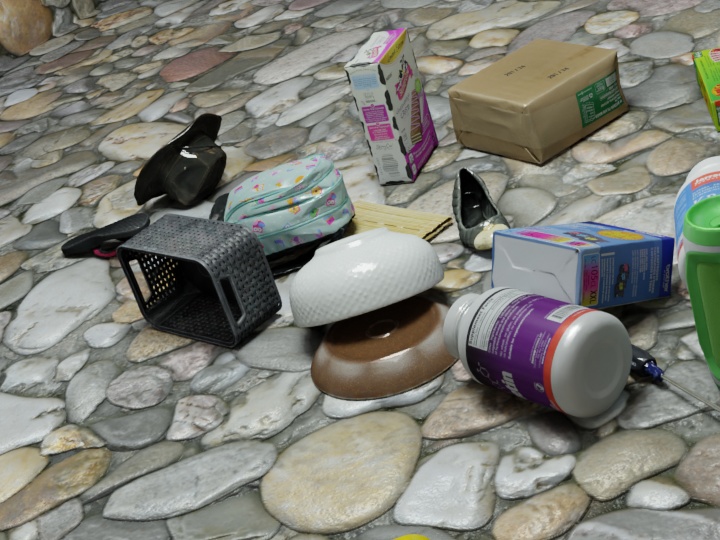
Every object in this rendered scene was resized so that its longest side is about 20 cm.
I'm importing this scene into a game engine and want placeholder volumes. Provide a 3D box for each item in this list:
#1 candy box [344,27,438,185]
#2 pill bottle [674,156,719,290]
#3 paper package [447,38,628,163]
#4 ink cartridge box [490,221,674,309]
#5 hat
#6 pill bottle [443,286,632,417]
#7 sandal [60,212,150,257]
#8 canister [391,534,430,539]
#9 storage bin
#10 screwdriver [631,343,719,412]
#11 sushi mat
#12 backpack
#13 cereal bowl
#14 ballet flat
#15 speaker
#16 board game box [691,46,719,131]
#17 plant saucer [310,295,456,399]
[{"bbox_3d":[0.050,-0.250,2.073,0.061,0.200,0.136,-5,30,26],"label":"candy box"},{"bbox_3d":[0.418,-0.053,1.567,0.112,0.112,0.200,-10,28,15],"label":"pill bottle"},{"bbox_3d":[0.269,-0.258,2.060,0.200,0.103,0.191,-32,31,-26],"label":"paper package"},{"bbox_3d":[0.266,-0.009,1.570,0.200,0.076,0.136,-5,13,-40],"label":"ink cartridge box"},{"bbox_3d":[-0.275,-0.161,2.229,0.201,0.081,0.201,-46,-9,-9],"label":"hat"},{"bbox_3d":[0.184,0.082,1.459,0.112,0.112,0.200,-34,30,-29],"label":"pill bottle"},{"bbox_3d":[-0.395,-0.047,2.156,0.200,0.045,0.075,-14,17,41],"label":"sandal"},{"bbox_3d":[0.033,0.318,1.137,0.148,0.087,0.200,-21,25,-7],"label":"canister"},{"bbox_3d":[-0.216,0.010,1.817,0.200,0.135,0.094,10,39,44],"label":"storage bin"},{"bbox_3d":[0.319,0.118,1.403,0.029,0.028,0.200,-51,30,3],"label":"screwdriver"},{"bbox_3d":[0.032,-0.065,1.941,0.096,0.012,0.200,-38,32,-31],"label":"sushi mat"},{"bbox_3d":[-0.111,-0.081,1.929,0.200,0.127,0.167,-18,28,13],"label":"backpack"},{"bbox_3d":[0.000,0.000,1.695,0.200,0.083,0.200,-19,5,2],"label":"cereal bowl"},{"bbox_3d":[0.155,-0.080,1.843,0.066,0.057,0.200,-20,27,-1],"label":"ballet flat"},{"bbox_3d":[0.373,0.028,1.343,0.088,0.200,0.088,-15,27,8],"label":"speaker"},{"bbox_3d":[0.547,-0.272,1.972,0.102,0.048,0.200,-13,27,12],"label":"board game box"},{"bbox_3d":[0.030,0.083,1.640,0.200,0.037,0.200,-15,27,8],"label":"plant saucer"}]
